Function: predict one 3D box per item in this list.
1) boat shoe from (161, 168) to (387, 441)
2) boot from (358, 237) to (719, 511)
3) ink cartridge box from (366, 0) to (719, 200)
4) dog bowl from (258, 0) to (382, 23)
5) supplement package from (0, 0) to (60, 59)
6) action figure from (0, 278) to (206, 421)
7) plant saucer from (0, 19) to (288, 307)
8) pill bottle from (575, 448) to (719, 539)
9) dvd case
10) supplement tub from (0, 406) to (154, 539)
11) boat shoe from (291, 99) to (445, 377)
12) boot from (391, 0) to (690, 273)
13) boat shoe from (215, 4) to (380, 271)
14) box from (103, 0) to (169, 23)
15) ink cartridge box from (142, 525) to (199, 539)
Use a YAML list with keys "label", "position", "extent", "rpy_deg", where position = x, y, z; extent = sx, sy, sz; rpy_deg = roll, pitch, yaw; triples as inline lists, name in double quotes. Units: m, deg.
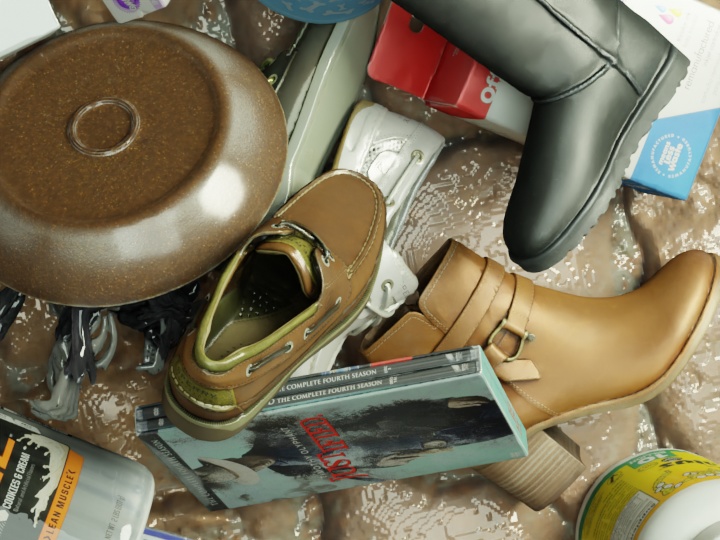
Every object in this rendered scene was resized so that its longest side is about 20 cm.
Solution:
- label: "boat shoe"
  position: [-0.036, 0.007, 1.378]
  extent: [0.072, 0.068, 0.200]
  rpy_deg: [27, 52, 7]
- label: "boot"
  position: [0.110, 0.028, 1.520]
  extent: [0.155, 0.077, 0.200]
  rpy_deg: [42, 98, -11]
- label: "ink cartridge box"
  position: [0.118, -0.130, 1.499]
  extent: [0.199, 0.067, 0.117]
  rpy_deg: [20, 91, -17]
- label: "dog bowl"
  position: [-0.014, -0.244, 1.433]
  extent: [0.111, 0.050, 0.201]
  rpy_deg: [8, 85, -13]
- label: "supplement package"
  position: [-0.292, -0.164, 1.420]
  extent: [0.199, 0.111, 0.156]
  rpy_deg: [-26, 97, -6]
- label: "action figure"
  position: [-0.173, 0.032, 1.451]
  extent: [0.199, 0.119, 0.103]
  rpy_deg: [4, 93, 3]
- label: "plant saucer"
  position: [-0.142, -0.072, 1.426]
  extent: [0.200, 0.037, 0.201]
  rpy_deg: [-5, 56, 7]
- label: "pill bottle"
  position: [0.202, 0.172, 1.476]
  extent: [0.112, 0.200, 0.113]
  rpy_deg: [-1, 94, -9]
- label: "dvd case"
  position: [-0.013, 0.093, 1.443]
  extent: [0.199, 0.146, 0.022]
  rpy_deg: [-9, 65, 10]
- label: "supplement tub"
  position: [-0.226, 0.131, 1.408]
  extent: [0.199, 0.123, 0.123]
  rpy_deg: [22, 90, -10]
- label: "boat shoe"
  position: [0.000, 0.000, 1.479]
  extent: [0.069, 0.071, 0.201]
  rpy_deg: [17, 79, 5]
- label: "boot"
  position: [0.071, -0.120, 1.407]
  extent: [0.200, 0.066, 0.165]
  rpy_deg: [39, 74, -26]
- label: "boat shoe"
  position: [-0.044, -0.091, 1.485]
  extent: [0.060, 0.072, 0.202]
  rpy_deg: [18, 82, 19]
- label: "box"
  position: [-0.169, -0.231, 1.413]
  extent: [0.039, 0.042, 0.200]
  rpy_deg: [-15, 123, 34]
- label: "ink cartridge box"
  position: [-0.198, 0.235, 1.497]
  extent: [0.199, 0.041, 0.201]
  rpy_deg: [17, 88, -10]
